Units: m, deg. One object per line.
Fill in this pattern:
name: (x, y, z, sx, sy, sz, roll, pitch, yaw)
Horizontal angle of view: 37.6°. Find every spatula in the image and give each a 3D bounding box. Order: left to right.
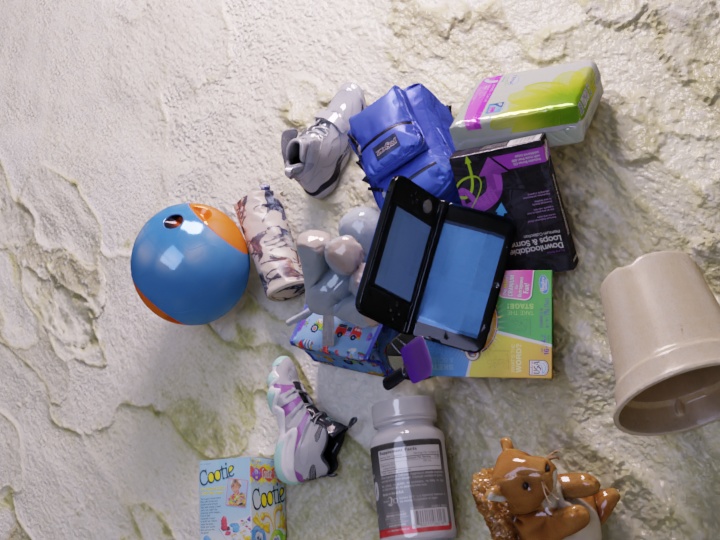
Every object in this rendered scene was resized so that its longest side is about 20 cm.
spatula: (0.063, 0.146, 1.532, 0.020, 0.200, 0.057, -15, 76, -17)

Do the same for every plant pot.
plant pot: (0.398, 0.085, 1.367, 0.198, 0.200, 0.186, -25, 56, 22)

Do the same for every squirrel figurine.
squirrel figurine: (0.219, 0.313, 1.397, 0.199, 0.186, 0.143, -19, 38, 46)

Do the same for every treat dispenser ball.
treat dispenser ball: (-0.282, -0.010, 1.759, 0.198, 0.200, 0.204, -7, 75, 28)

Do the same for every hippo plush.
hippo plush: (0.000, 0.000, 1.574, 0.158, 0.161, 0.202, 27, 134, 21)

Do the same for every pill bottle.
pill bottle: (0.073, 0.292, 1.536, 0.112, 0.113, 0.203, -15, 71, 26)

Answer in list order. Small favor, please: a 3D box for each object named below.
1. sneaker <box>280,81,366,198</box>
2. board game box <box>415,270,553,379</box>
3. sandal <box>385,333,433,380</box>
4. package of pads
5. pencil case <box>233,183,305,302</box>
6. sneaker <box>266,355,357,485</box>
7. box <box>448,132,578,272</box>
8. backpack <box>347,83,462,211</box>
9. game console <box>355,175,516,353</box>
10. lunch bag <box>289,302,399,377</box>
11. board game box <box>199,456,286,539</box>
sneaker: (-0.061, -0.224, 1.732, 0.074, 0.115, 0.203, 22, 90, 31)
board game box: (0.178, 0.077, 1.521, 0.197, 0.040, 0.156, -1, 87, 13)
sandal: (0.131, 0.100, 1.582, 0.199, 0.057, 0.081, -31, 81, 11)
package of pads: (0.245, -0.235, 1.545, 0.197, 0.069, 0.155, -5, 33, 29)
pencil case: (-0.141, -0.042, 1.757, 0.088, 0.078, 0.202, -21, 67, -2)
sneaker: (-0.069, 0.228, 1.661, 0.138, 0.077, 0.204, -11, 82, 26)
box: (0.221, -0.086, 1.520, 0.141, 0.036, 0.203, -9, 112, 28)
backpack: (0.072, -0.162, 1.611, 0.162, 0.167, 0.202, -35, 62, 25)
game console: (0.106, -0.009, 1.467, 0.117, 0.170, 0.203, 7, 77, 42)
lunch bag: (0.000, 0.050, 1.663, 0.149, 0.094, 0.203, 9, 71, 32)
board game box: (-0.184, 0.401, 1.664, 0.103, 0.103, 0.204, -10, 74, 28)
